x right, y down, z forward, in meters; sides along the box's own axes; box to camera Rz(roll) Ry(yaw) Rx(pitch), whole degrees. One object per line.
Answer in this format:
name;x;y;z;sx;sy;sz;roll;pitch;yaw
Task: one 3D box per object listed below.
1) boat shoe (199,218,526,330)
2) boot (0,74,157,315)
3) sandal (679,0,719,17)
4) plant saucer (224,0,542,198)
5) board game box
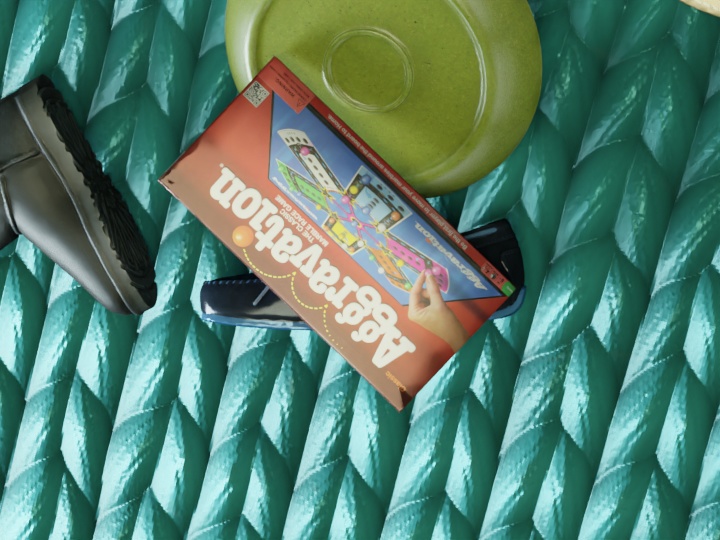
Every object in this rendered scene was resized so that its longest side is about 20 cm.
boat shoe;0.000;0.000;1.558;0.199;0.084;0.069;-4;93;-5
boot;-0.246;-0.006;1.602;0.200;0.066;0.165;-28;86;12
sandal;0.270;-0.168;1.463;0.211;0.070;0.078;14;104;8
plant saucer;0.008;-0.124;1.513;0.199;0.031;0.201;9;121;15
board game box;-0.014;-0.021;1.508;0.200;0.019;0.103;43;90;-2
